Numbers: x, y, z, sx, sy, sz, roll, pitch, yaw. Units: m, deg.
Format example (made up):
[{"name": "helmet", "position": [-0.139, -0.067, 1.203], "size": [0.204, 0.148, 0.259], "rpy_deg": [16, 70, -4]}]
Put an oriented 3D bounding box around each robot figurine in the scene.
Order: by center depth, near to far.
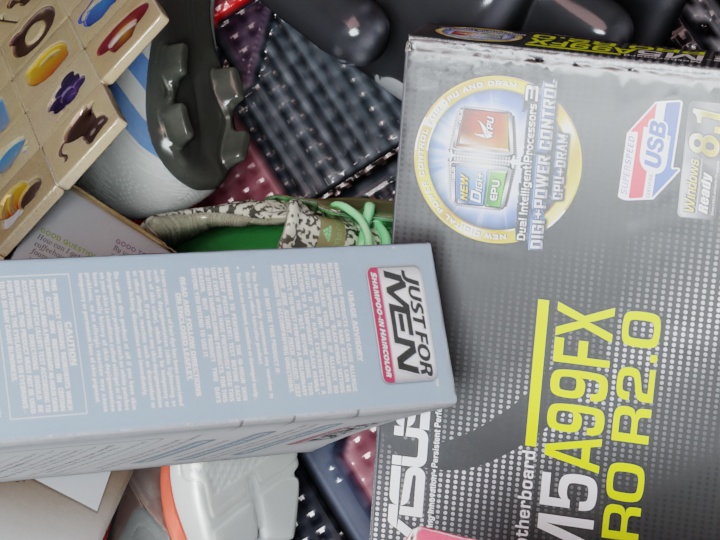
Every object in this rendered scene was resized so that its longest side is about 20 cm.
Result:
[{"name": "robot figurine", "position": [0.030, -0.134, 0.885], "size": [0.200, 0.150, 0.125], "rpy_deg": [38, 97, 17]}]

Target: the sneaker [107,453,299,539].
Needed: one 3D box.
[{"name": "sneaker", "position": [-0.067, 0.145, 0.866], "size": [0.082, 0.077, 0.201], "rpy_deg": [-6, 78, 41]}]

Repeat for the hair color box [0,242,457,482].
[{"name": "hair color box", "position": [-0.078, 0.033, 0.750], "size": [0.199, 0.099, 0.061], "rpy_deg": [-2, 78, -34]}]

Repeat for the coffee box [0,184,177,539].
[{"name": "coffee box", "position": [-0.142, 0.079, 0.826], "size": [0.080, 0.114, 0.200], "rpy_deg": [33, 62, -18]}]

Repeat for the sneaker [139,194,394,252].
[{"name": "sneaker", "position": [0.000, 0.000, 0.864], "size": [0.199, 0.089, 0.077], "rpy_deg": [-4, 76, 17]}]

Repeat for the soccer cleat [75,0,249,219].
[{"name": "soccer cleat", "position": [-0.096, -0.113, 0.934], "size": [0.086, 0.070, 0.201], "rpy_deg": [-20, 59, 33]}]

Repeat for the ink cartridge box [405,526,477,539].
[{"name": "ink cartridge box", "position": [0.086, 0.162, 0.753], "size": [0.146, 0.200, 0.083], "rpy_deg": [12, 73, 13]}]

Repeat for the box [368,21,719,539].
[{"name": "box", "position": [0.090, 0.019, 0.803], "size": [0.160, 0.044, 0.201], "rpy_deg": [7, 105, 10]}]

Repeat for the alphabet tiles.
[{"name": "alphabet tiles", "position": [-0.145, -0.062, 0.874], "size": [0.166, 0.006, 0.200], "rpy_deg": [-46, 31, 8]}]
